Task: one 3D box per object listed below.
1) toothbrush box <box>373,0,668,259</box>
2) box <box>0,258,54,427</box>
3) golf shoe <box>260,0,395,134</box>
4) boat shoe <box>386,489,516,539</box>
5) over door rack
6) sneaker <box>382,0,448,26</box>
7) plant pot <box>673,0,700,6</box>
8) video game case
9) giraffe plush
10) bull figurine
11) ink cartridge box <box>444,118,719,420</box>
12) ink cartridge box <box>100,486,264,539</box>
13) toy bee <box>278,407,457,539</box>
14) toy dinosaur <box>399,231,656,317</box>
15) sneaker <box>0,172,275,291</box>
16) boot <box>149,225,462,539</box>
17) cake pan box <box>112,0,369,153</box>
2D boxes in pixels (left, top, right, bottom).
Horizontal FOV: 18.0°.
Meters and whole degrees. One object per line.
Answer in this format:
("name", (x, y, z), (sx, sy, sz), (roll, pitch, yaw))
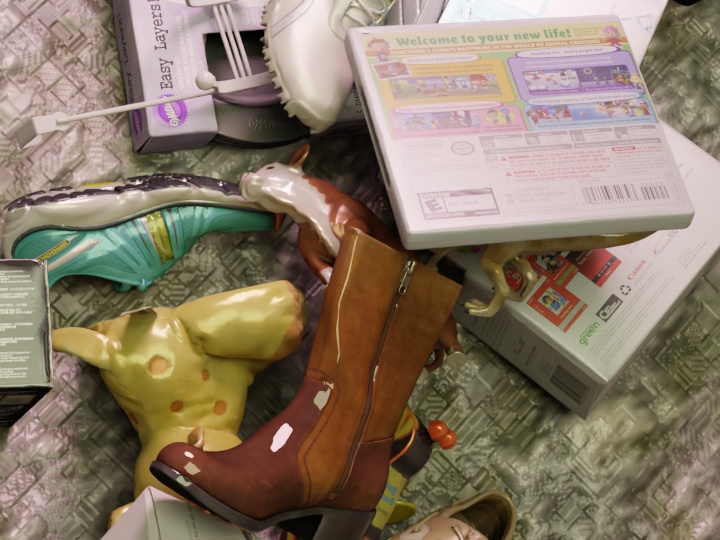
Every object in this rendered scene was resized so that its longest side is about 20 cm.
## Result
("toothbrush box", (0.117, -0.133, 1.631), (0.146, 0.085, 0.200), (25, 65, 4))
("box", (-0.312, 0.051, 1.474), (0.200, 0.164, 0.086), (-1, 78, -18))
("golf shoe", (-0.009, -0.194, 1.588), (0.078, 0.097, 0.200), (31, 55, -41))
("boat shoe", (0.056, 0.196, 1.548), (0.065, 0.200, 0.071), (-37, 92, 22))
("over door rack", (-0.160, -0.180, 1.578), (0.200, 0.067, 0.148), (-16, 82, -20))
("sneaker", (0.048, -0.218, 1.679), (0.071, 0.073, 0.200), (49, 42, -41))
("plant pot", (0.259, -0.319, 1.742), (0.199, 0.200, 0.177), (34, 83, -8))
("video game case", (0.104, -0.096, 1.524), (0.200, 0.022, 0.182), (-5, 54, -15))
("giraffe plush", (-0.109, 0.102, 1.519), (0.172, 0.200, 0.162), (-13, 89, 18))
("bull figurine", (0.000, 0.000, 1.569), (0.065, 0.121, 0.200), (-42, 111, 12))
("ink cartridge box", (0.163, -0.026, 1.680), (0.176, 0.084, 0.200), (39, 68, 10))
("ink cartridge box", (-0.096, 0.247, 1.475), (0.200, 0.084, 0.146), (30, 114, -28))
("toy bee", (0.006, 0.130, 1.578), (0.131, 0.109, 0.200), (5, 89, -61))
("toy dinosaur", (0.101, -0.021, 1.538), (0.200, 0.058, 0.101), (18, 116, 7))
("sneaker", (-0.154, -0.025, 1.604), (0.200, 0.078, 0.080), (-9, 102, -17))
("boot", (-0.030, 0.070, 1.442), (0.188, 0.068, 0.200), (21, 90, -37))
("cake pan box", (-0.086, -0.184, 1.664), (0.184, 0.052, 0.200), (-5, 79, -17))
